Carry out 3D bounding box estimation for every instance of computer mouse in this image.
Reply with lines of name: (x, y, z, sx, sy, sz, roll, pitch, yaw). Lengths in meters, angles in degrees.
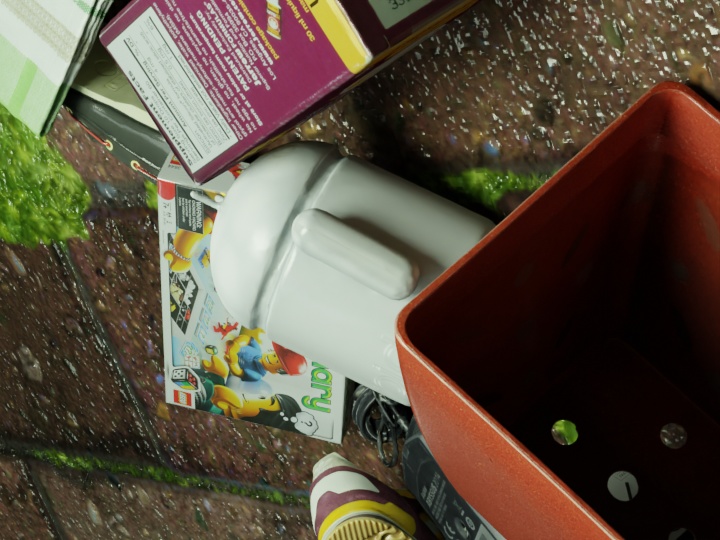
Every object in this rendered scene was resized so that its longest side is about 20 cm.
computer mouse: (0.073, 0.129, 1.165, 0.201, 0.052, 0.139, 55, 157, 16)

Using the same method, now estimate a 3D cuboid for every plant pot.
plant pot: (0.143, 0.070, 0.915, 0.200, 0.200, 0.177, 42, 157, 17)

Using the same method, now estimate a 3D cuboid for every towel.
towel: (-0.201, -0.205, 1.167, 0.149, 0.031, 0.201, 43, 121, 22)

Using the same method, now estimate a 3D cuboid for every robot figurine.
robot figurine: (0.000, 0.000, 1.055, 0.199, 0.114, 0.170, 25, 170, 7)

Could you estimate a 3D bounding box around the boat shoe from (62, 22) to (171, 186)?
boat shoe: (-0.162, -0.111, 1.224, 0.200, 0.074, 0.064, 31, 132, 24)

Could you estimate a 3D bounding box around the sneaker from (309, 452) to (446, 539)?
sneaker: (0.040, 0.194, 1.239, 0.200, 0.075, 0.090, 50, -166, -34)

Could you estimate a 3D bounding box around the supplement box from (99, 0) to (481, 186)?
supplement box: (-0.027, -0.141, 0.980, 0.104, 0.131, 0.200, 57, 147, -4)

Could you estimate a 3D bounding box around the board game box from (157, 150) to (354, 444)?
board game box: (-0.063, 0.020, 1.205, 0.125, 0.035, 0.201, 12, 134, 10)

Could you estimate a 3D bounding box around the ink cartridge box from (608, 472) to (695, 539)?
ink cartridge box: (0.120, 0.174, 1.005, 0.094, 0.199, 0.045, 31, 134, 31)
